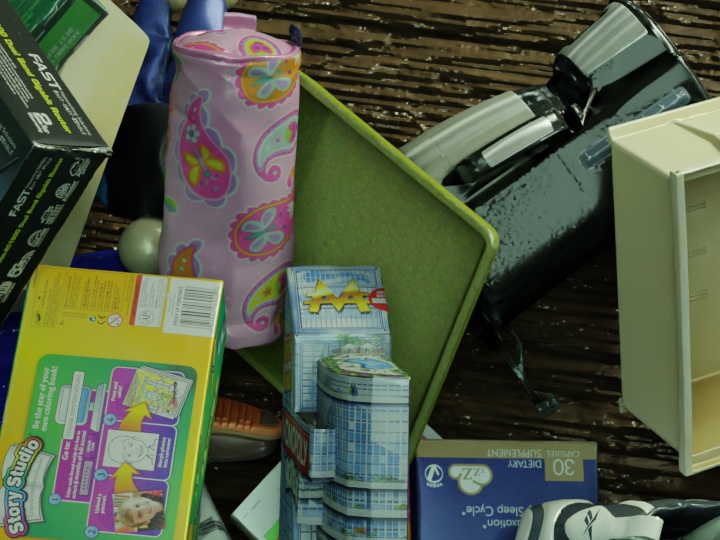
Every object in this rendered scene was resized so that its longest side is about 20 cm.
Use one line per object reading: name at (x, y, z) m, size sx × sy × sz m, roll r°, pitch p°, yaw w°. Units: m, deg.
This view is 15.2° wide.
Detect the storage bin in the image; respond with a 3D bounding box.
storage bin at (0.260, -0.005, 1.678) m, size 0.197 × 0.094 × 0.201 m, roll -16°, pitch 116°, yaw -21°

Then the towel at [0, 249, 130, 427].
towel at (-0.186, 0.064, 1.684) m, size 0.147 × 0.050 × 0.201 m, roll -14°, pitch 40°, yaw -4°

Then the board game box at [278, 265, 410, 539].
board game box at (-0.012, 0.101, 1.598) m, size 0.061 × 0.200 × 0.202 m, roll -1°, pitch 94°, yaw -7°

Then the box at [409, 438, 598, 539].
box at (0.092, 0.208, 1.700) m, size 0.120 × 0.032 × 0.202 m, roll 1°, pitch 78°, yaw -9°

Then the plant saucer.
plant saucer at (0.000, 0.000, 1.690) m, size 0.048 × 0.201 × 0.200 m, roll -16°, pitch 47°, yaw -44°

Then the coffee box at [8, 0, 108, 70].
coffee box at (-0.257, -0.178, 1.723) m, size 0.123 × 0.044 × 0.200 m, roll -48°, pitch 50°, yaw 0°

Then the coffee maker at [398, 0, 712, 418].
coffee maker at (0.141, -0.046, 1.742) m, size 0.199 × 0.135 × 0.193 m, roll -32°, pitch 108°, yaw -5°

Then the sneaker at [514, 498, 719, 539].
sneaker at (0.200, 0.197, 1.653) m, size 0.199 × 0.129 × 0.080 m, roll 43°, pitch 53°, yaw -32°

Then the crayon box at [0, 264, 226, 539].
crayon box at (-0.148, 0.097, 1.575) m, size 0.118 × 0.058 × 0.201 m, roll 5°, pitch 58°, yaw 3°

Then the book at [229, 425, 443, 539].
book at (0.033, 0.179, 1.732) m, size 0.200 × 0.048 × 0.134 m, roll 43°, pitch 80°, yaw 4°

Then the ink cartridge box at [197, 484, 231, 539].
ink cartridge box at (-0.093, 0.226, 1.625) m, size 0.083 × 0.147 × 0.200 m, roll -25°, pitch 38°, yaw -4°

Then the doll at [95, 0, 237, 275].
doll at (-0.124, -0.092, 1.743) m, size 0.136 × 0.048 × 0.201 m, roll 0°, pitch 71°, yaw 27°

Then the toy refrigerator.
toy refrigerator at (-0.206, -0.075, 1.707) m, size 0.076 × 0.070 × 0.201 m, roll -2°, pitch 60°, yaw 37°

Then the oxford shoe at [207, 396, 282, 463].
oxford shoe at (-0.147, 0.120, 1.733) m, size 0.198 × 0.071 × 0.074 m, roll -1°, pitch 101°, yaw 2°

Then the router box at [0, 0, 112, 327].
router box at (-0.248, -0.084, 1.599) m, size 0.200 × 0.062 × 0.150 m, roll 53°, pitch 122°, yaw 30°

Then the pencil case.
pencil case at (-0.081, -0.054, 1.665) m, size 0.087 × 0.088 × 0.202 m, roll 2°, pitch 107°, yaw -1°
